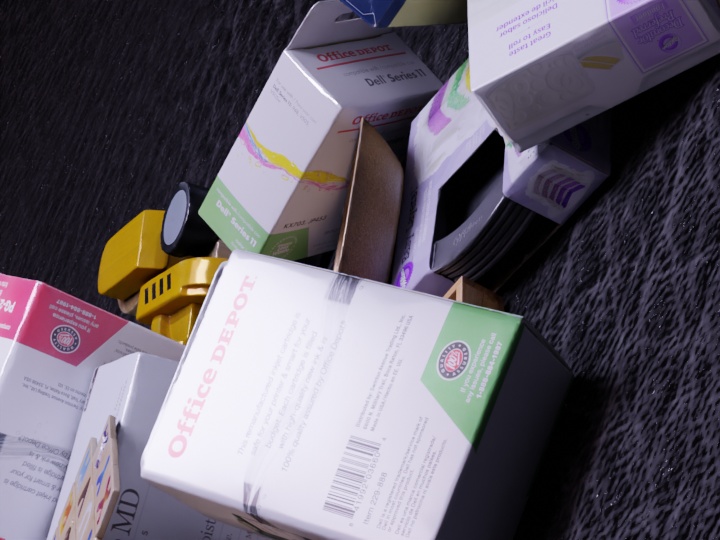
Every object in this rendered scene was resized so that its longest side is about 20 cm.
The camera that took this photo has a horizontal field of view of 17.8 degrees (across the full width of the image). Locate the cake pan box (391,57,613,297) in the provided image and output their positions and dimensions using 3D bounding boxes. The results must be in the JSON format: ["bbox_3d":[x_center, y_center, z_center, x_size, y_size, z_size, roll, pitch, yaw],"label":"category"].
[{"bbox_3d":[0.091,-0.075,1.454,0.184,0.052,0.201,-49,22,41],"label":"cake pan box"}]

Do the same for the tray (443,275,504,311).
[{"bbox_3d":[0.021,0.106,1.418,0.200,0.037,0.099,-49,23,33],"label":"tray"}]

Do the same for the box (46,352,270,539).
[{"bbox_3d":[-0.128,0.169,1.507,0.200,0.130,0.200,159,127,-75],"label":"box"}]

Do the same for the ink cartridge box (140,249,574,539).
[{"bbox_3d":[-0.003,0.084,1.279,0.199,0.084,0.147,14,74,33],"label":"ink cartridge box"}]

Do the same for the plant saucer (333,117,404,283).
[{"bbox_3d":[0.000,0.000,1.532,0.200,0.035,0.201,-169,90,-89],"label":"plant saucer"}]

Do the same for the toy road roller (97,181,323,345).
[{"bbox_3d":[-0.121,0.030,1.775,0.200,0.122,0.147,-28,50,59],"label":"toy road roller"}]

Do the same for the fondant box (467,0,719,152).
[{"bbox_3d":[0.138,-0.177,1.366,0.144,0.058,0.201,-26,36,21],"label":"fondant box"}]

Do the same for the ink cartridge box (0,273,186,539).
[{"bbox_3d":[-0.221,0.123,1.632,0.084,0.144,0.201,9,75,58],"label":"ink cartridge box"}]

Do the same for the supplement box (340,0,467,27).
[{"bbox_3d":[0.058,-0.282,1.546,0.200,0.134,0.200,-55,-18,22],"label":"supplement box"}]

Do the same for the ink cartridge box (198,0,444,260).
[{"bbox_3d":[-0.019,-0.100,1.626,0.067,0.117,0.200,48,129,23],"label":"ink cartridge box"}]

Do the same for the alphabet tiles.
[{"bbox_3d":[-0.182,0.195,1.397,0.167,0.006,0.201,-108,38,-66],"label":"alphabet tiles"}]
